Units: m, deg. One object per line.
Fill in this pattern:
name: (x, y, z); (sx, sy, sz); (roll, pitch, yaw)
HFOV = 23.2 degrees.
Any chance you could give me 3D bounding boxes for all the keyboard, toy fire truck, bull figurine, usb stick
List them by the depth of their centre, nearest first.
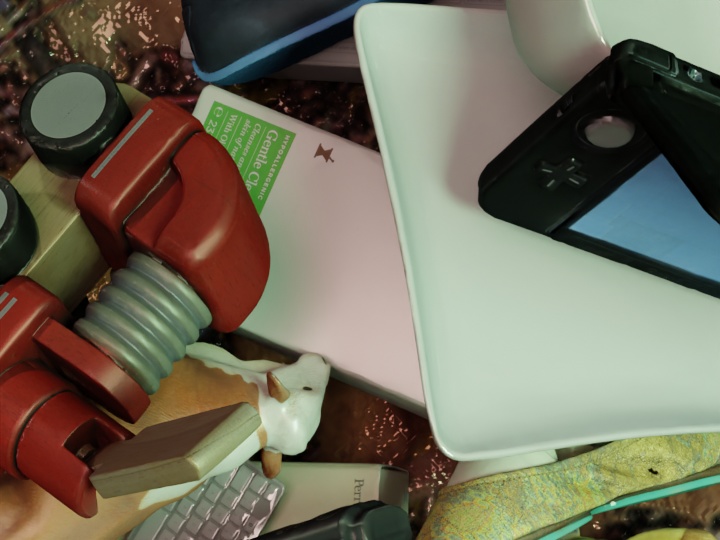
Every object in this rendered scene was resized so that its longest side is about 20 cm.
toy fire truck: (-0.095, 0.023, 0.723); (0.199, 0.129, 0.176); (31, 71, 26)
usb stick: (-0.070, 0.139, 0.758); (0.199, 0.055, 0.033); (-22, 80, 26)
bull figurine: (-0.112, 0.075, 0.803); (0.199, 0.065, 0.122); (-34, 50, -2)
keyboard: (-0.107, 0.173, 0.817); (0.056, 0.011, 0.201); (30, 89, 16)

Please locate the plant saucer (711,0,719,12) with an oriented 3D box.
plant saucer: (0.196, -0.174, 0.858); (0.199, 0.039, 0.203); (-2, 82, 13)

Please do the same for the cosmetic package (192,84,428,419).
cosmetic package: (0.000, 0.000, 0.855); (0.198, 0.085, 0.109); (21, 83, 16)

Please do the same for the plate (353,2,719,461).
plate: (0.093, -0.019, 0.775); (0.198, 0.032, 0.202); (-2, 73, -30)

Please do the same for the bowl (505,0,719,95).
bowl: (0.129, -0.150, 0.767); (0.074, 0.198, 0.202); (-25, 67, 46)

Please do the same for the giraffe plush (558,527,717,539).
giraffe plush: (0.081, 0.209, 0.773); (0.171, 0.200, 0.164); (-1, 99, 21)

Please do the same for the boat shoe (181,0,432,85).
boat shoe: (-0.001, -0.154, 0.825); (0.198, 0.084, 0.069); (-22, 87, 12)

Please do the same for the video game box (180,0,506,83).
video game box: (0.016, -0.187, 0.893); (0.198, 0.047, 0.184); (6, 85, 19)

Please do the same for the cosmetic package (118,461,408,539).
cosmetic package: (-0.078, 0.145, 0.858); (0.198, 0.071, 0.106); (-2, 80, 13)

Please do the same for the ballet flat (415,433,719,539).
ballet flat: (0.088, 0.086, 0.779); (0.070, 0.199, 0.072); (16, 111, 47)

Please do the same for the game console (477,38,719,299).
game console: (0.165, 0.002, 0.677); (0.198, 0.176, 0.117); (19, 57, -22)
